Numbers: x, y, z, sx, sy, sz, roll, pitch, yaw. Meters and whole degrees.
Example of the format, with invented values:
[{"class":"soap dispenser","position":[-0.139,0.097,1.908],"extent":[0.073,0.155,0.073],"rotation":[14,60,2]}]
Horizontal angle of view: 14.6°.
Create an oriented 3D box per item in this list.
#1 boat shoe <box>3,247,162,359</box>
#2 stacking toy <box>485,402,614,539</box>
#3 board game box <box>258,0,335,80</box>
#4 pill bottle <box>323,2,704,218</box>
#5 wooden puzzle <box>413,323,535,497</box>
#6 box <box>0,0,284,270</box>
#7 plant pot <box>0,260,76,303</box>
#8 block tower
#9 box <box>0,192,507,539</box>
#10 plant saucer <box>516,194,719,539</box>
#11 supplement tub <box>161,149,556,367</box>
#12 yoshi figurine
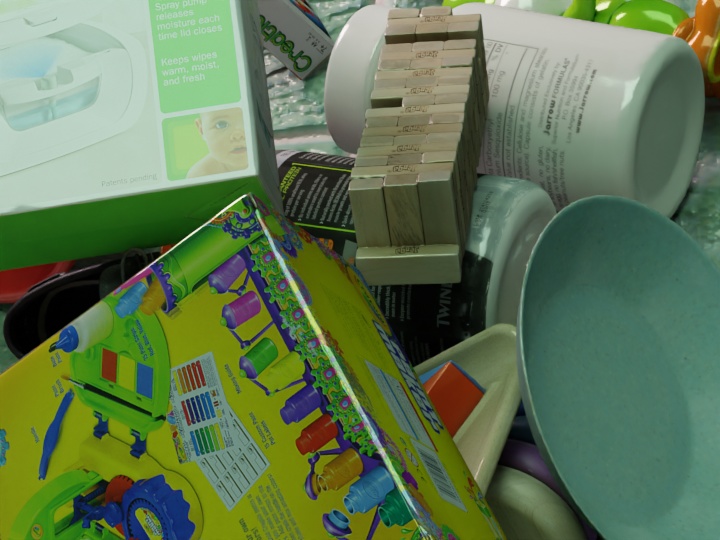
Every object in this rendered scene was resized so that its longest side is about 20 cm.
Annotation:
[{"class":"boat shoe","position":[-0.107,0.024,1.489],"extent":[0.199,0.075,0.062],"rotation":[-7,-1,35]},{"class":"stacking toy","position":[0.114,0.075,1.457],"extent":[0.085,0.086,0.200],"rotation":[12,45,26]},{"class":"board game box","position":[-0.104,-0.213,1.737],"extent":[0.035,0.200,0.126],"rotation":[-41,41,10]},{"class":"pill bottle","position":[0.086,-0.092,1.612],"extent":[0.199,0.115,0.114],"rotation":[13,49,27]},{"class":"wooden puzzle","position":[-0.008,0.125,1.390],"extent":[0.185,0.046,0.200],"rotation":[-29,30,41]},{"class":"box","position":[-0.151,-0.102,1.479],"extent":[0.199,0.097,0.177],"rotation":[-8,74,5]},{"class":"plant pot","position":[-0.198,-0.109,1.670],"extent":[0.200,0.201,0.177],"rotation":[15,39,29]},{"class":"block tower","position":[0.033,-0.069,1.468],"extent":[0.054,0.058,0.200],"rotation":[-3,34,9]},{"class":"box","position":[-0.059,0.112,1.266],"extent":[0.192,0.122,0.200],"rotation":[-35,60,12]},{"class":"plant saucer","position":[0.134,0.063,1.402],"extent":[0.039,0.201,0.201],"rotation":[-22,31,41]},{"class":"supplement tub","position":[0.000,0.000,1.533],"extent":[0.199,0.123,0.123],"rotation":[9,47,24]},{"class":"yoshi figurine","position":[0.146,-0.163,1.686],"extent":[0.199,0.113,0.112],"rotation":[13,33,30]}]
